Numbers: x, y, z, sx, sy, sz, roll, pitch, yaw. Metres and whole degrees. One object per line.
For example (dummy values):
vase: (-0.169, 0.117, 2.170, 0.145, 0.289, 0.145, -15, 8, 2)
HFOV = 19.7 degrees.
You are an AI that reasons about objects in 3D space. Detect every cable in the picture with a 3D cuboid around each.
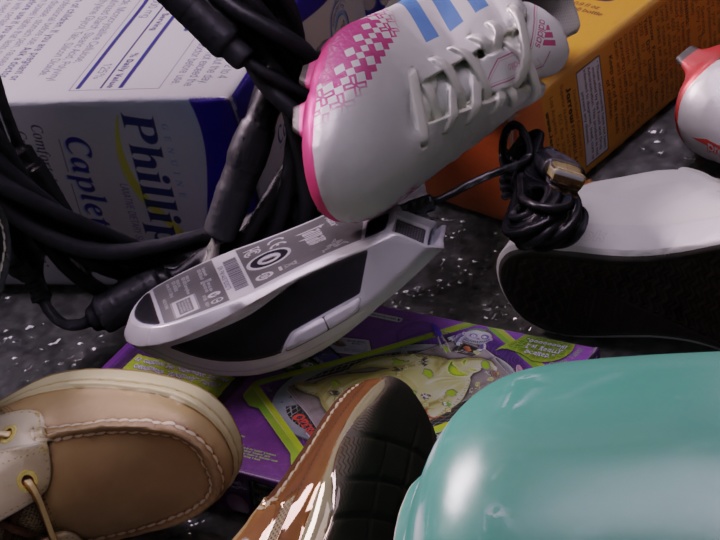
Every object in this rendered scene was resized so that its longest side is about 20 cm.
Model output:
cable: (-0.096, -0.075, 0.866, 0.162, 0.201, 0.051, -15, 20, 8)

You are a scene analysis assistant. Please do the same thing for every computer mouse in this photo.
computer mouse: (0.000, 0.000, 0.854, 0.199, 0.044, 0.110, -23, 19, -3)

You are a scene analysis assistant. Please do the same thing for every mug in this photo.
mug: (0.071, 0.113, 0.618, 0.114, 0.153, 0.185, -4, 34, 18)

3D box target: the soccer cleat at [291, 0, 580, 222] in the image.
soccer cleat: (0.037, -0.084, 0.868, 0.086, 0.070, 0.200, -5, 26, 23)

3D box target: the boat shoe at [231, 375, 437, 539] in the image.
boat shoe: (-0.030, 0.118, 0.704, 0.073, 0.076, 0.201, -5, 41, 29)

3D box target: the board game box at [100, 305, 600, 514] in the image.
board game box: (-0.015, 0.056, 0.849, 0.199, 0.032, 0.120, 11, 42, 31)

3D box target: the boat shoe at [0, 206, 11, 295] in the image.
boat shoe: (-0.168, 0.034, 0.767, 0.060, 0.076, 0.201, -10, 36, 27)

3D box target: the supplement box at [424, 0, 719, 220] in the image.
supplement box: (0.112, -0.103, 1.014, 0.066, 0.069, 0.200, 19, 46, 38)

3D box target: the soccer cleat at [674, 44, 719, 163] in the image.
soccer cleat: (0.240, -0.100, 0.973, 0.199, 0.069, 0.085, -26, 44, -15)

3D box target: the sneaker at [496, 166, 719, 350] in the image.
sneaker: (0.158, -0.011, 0.850, 0.199, 0.073, 0.085, 10, 41, 33)

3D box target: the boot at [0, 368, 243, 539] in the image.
boot: (-0.149, 0.110, 0.762, 0.198, 0.073, 0.156, -7, 29, 15)

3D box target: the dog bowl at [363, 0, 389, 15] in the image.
dog bowl: (-0.004, -0.191, 1.173, 0.198, 0.079, 0.201, -8, 33, 5)

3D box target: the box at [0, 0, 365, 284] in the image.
box: (-0.113, -0.083, 1.020, 0.198, 0.106, 0.184, 0, 34, 19)
